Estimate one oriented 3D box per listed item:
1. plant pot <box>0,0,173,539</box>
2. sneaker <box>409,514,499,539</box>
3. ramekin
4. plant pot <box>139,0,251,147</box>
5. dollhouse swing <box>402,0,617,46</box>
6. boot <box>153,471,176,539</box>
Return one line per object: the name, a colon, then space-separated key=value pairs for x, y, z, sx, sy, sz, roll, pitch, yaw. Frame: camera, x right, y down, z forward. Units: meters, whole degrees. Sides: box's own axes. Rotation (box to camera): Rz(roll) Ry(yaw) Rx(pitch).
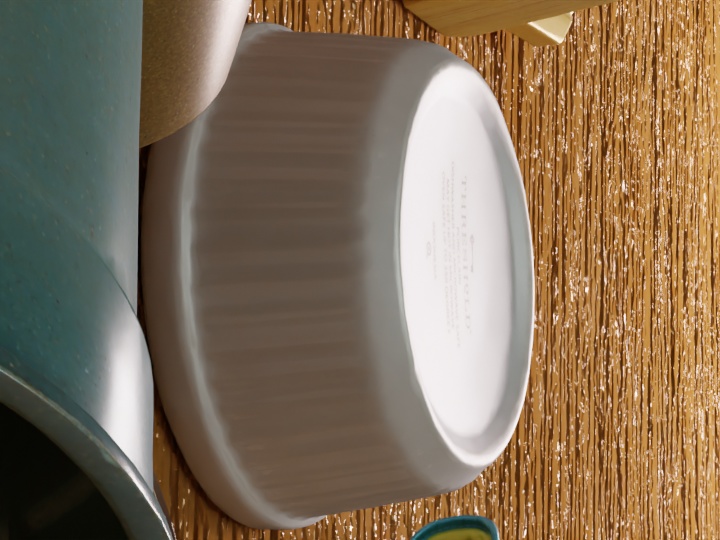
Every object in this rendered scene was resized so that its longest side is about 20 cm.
plant pot: x=-0.128 y=-0.025 z=0.477 sx=0.200 sy=0.199 sz=0.197 roll=59 pitch=26 yaw=-48
sneaker: x=0.062 y=0.181 z=1.037 sx=0.200 sy=0.079 sz=0.131 roll=33 pitch=58 yaw=-64
ramekin: x=0.000 y=0.000 z=0.891 sx=0.202 sy=0.094 sz=0.203 roll=-4 pitch=90 yaw=-67
plant pot: x=-0.088 y=-0.136 z=0.617 sx=0.187 sy=0.186 sz=0.201 roll=-66 pitch=157 yaw=-49
dollhouse swing: x=0.112 y=-0.218 z=1.122 sx=0.175 sy=0.181 sz=0.201 roll=11 pitch=75 yaw=-46
boot: x=-0.109 y=0.131 z=0.639 sx=0.146 sy=0.070 sz=0.201 roll=-26 pitch=110 yaw=-64
